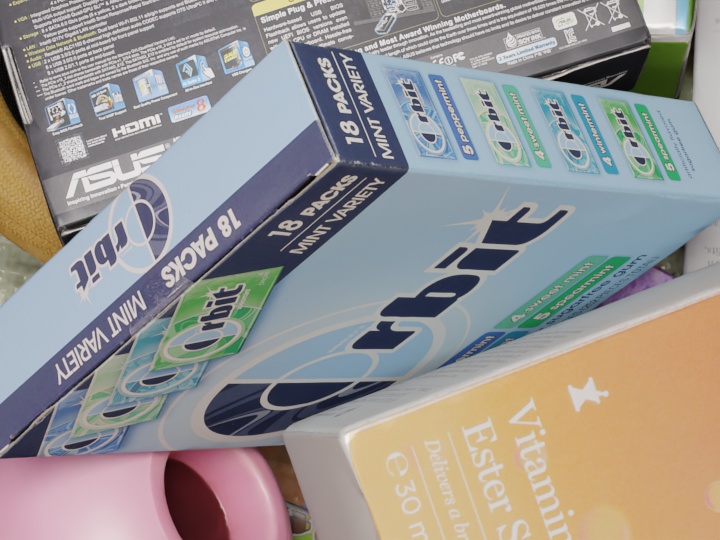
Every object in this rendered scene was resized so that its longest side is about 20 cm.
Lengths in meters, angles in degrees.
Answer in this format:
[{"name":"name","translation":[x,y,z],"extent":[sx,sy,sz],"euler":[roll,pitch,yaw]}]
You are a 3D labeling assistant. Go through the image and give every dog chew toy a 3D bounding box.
[{"name":"dog chew toy","translation":[-0.120,0.120,0.782],"extent":[0.199,0.124,0.125],"euler":[-29,76,33]}]

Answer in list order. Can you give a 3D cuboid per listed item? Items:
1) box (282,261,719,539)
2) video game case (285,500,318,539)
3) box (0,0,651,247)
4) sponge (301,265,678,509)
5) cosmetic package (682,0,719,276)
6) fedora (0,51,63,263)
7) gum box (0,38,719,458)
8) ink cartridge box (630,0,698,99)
[{"name":"box","translation":[0.098,0.087,0.683],"extent":[0.199,0.106,0.153],"euler":[-21,90,-11]},{"name":"video game case","translation":[-0.035,0.190,0.782],"extent":[0.181,0.023,0.201],"euler":[17,84,38]},{"name":"box","translation":[-0.025,-0.108,0.699],"extent":[0.199,0.049,0.162],"euler":[-19,77,-4]},{"name":"sponge","translation":[0.045,0.075,0.799],"extent":[0.111,0.030,0.201],"euler":[34,95,39]},{"name":"cosmetic package","translation":[0.180,-0.033,0.808],"extent":[0.101,0.071,0.201],"euler":[1,80,22]},{"name":"fedora","translation":[-0.061,-0.084,0.761],"extent":[0.199,0.082,0.202],"euler":[0,74,1]},{"name":"gum box","translation":[0.000,0.000,0.689],"extent":[0.170,0.199,0.045],"euler":[-39,64,35]},{"name":"ink cartridge box","translation":[0.088,-0.157,0.783],"extent":[0.075,0.200,0.149],"euler":[2,80,6]}]
